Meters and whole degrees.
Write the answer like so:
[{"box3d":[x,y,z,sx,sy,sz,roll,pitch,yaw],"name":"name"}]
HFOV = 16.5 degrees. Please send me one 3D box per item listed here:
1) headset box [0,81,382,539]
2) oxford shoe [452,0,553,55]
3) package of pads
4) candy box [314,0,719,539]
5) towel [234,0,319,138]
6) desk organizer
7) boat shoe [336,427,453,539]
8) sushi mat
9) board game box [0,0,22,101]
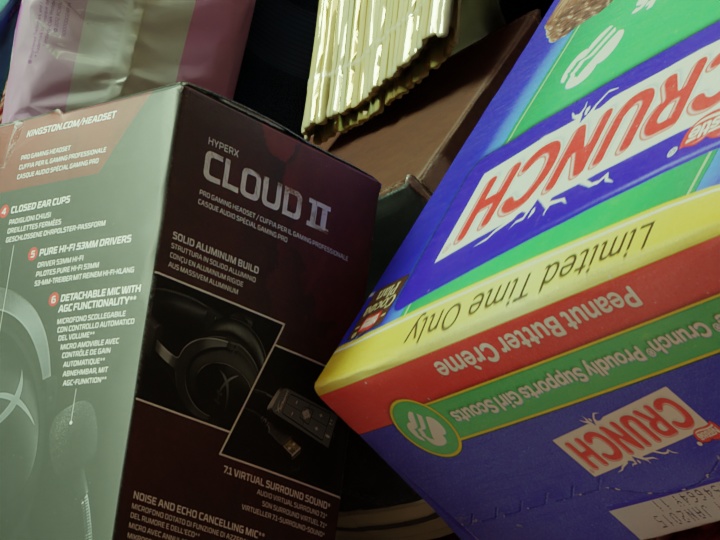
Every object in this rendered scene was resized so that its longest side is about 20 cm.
[{"box3d":[-0.080,0.050,0.626,0.148,0.077,0.202,-10,65,41],"name":"headset box"},{"box3d":[0.058,-0.099,0.848,0.084,0.073,0.201,-34,32,30],"name":"oxford shoe"},{"box3d":[-0.081,-0.095,0.876,0.200,0.075,0.121,-112,38,-75],"name":"package of pads"},{"box3d":[0.098,-0.038,0.576,0.169,0.077,0.201,-23,30,54],"name":"candy box"},{"box3d":[-0.026,-0.110,0.960,0.112,0.048,0.201,-130,57,-63],"name":"towel"},{"box3d":[0.000,0.000,0.752,0.200,0.072,0.077,-24,25,53],"name":"desk organizer"},{"box3d":[-0.031,0.041,0.694,0.199,0.062,0.075,-12,26,51],"name":"boat shoe"},{"box3d":[0.012,-0.141,0.739,0.096,0.012,0.202,-31,50,58],"name":"sushi mat"},{"box3d":[-0.194,-0.016,0.974,0.152,0.045,0.201,-63,-2,-49],"name":"board game box"}]
